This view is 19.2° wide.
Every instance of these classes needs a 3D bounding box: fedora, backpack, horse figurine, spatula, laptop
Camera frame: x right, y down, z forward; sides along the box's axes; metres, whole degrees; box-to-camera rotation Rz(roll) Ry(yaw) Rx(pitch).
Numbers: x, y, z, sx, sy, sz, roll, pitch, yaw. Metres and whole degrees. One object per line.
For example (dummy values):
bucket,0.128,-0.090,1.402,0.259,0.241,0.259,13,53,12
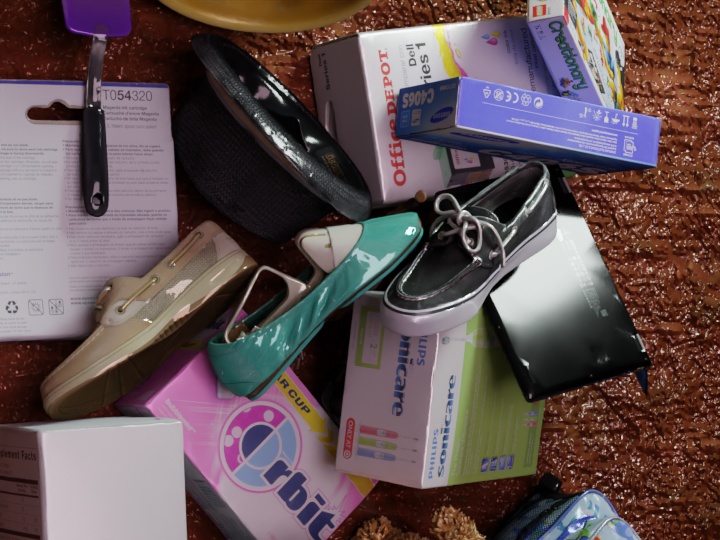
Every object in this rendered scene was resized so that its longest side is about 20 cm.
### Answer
fedora,-0.085,-0.092,1.689,0.092,0.201,0.201,-44,111,11
backpack,0.167,0.301,1.794,0.200,0.147,0.183,-40,103,-22
horse figurine,0.000,0.000,1.742,0.200,0.133,0.050,-42,88,-4
spatula,-0.203,-0.141,1.639,0.056,0.021,0.201,1,86,-25
laptop,0.154,0.023,1.770,0.200,0.116,0.188,-14,71,-32

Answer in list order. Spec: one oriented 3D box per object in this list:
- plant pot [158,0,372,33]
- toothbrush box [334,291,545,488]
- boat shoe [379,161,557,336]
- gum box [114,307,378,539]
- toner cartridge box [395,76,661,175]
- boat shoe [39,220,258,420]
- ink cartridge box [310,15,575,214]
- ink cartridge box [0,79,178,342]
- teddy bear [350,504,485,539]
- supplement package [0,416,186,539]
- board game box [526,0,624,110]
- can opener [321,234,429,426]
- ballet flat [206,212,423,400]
plant pot,-0.075,-0.317,1.681,0.200,0.201,0.189,14,64,-28
toothbrush box,0.072,0.094,1.730,0.200,0.086,0.146,1,96,-60
boat shoe,0.085,-0.021,1.628,0.199,0.074,0.068,-33,133,-35
gum box,-0.086,0.142,1.704,0.114,0.066,0.200,-45,108,-23
toner cartridge box,0.138,-0.116,1.737,0.200,0.095,0.043,9,83,-29
boat shoe,-0.171,0.037,1.622,0.200,0.072,0.065,-39,75,-19
ink cartridge box,0.070,-0.133,1.802,0.200,0.084,0.145,-9,91,-30
ink cartridge box,-0.236,-0.045,1.646,0.196,0.043,0.201,-1,84,-31
teddy bear,0.062,0.260,1.717,0.145,0.200,0.067,-52,140,-11
supplement package,-0.204,0.213,1.603,0.117,0.117,0.201,-1,88,-29
board game box,0.186,-0.202,1.822,0.200,0.035,0.127,56,31,-51
can opener,0.035,0.052,1.786,0.053,0.066,0.200,44,62,-21
ballet flat,-0.040,0.011,1.635,0.200,0.067,0.070,-44,109,-3
